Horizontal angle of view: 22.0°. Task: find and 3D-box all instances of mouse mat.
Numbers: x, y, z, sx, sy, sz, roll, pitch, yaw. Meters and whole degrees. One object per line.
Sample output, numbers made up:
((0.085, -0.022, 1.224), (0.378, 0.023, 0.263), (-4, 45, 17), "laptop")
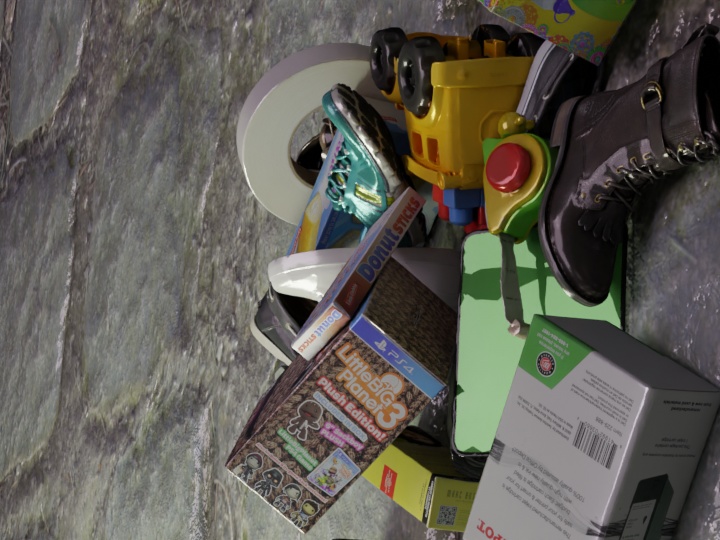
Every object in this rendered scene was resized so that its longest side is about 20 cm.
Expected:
((0.150, 0.056, 1.561), (0.160, 0.008, 0.202), (-5, 74, 32), "mouse mat")

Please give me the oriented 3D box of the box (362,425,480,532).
((0.056, 0.189, 1.733), (0.200, 0.075, 0.050), (28, 107, 63), "box")

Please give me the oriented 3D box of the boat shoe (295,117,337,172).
((-0.010, -0.130, 1.993), (0.200, 0.073, 0.075), (-35, 51, 58), "boat shoe")

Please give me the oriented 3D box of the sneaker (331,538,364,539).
((0.020, 0.304, 1.767), (0.200, 0.073, 0.087), (-5, 78, 65), "sneaker")

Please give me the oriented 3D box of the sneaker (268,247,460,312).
((0.003, 0.040, 1.795), (0.074, 0.199, 0.116), (31, -121, -70), "sneaker")

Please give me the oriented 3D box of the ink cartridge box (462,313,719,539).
((0.176, 0.154, 1.441), (0.146, 0.084, 0.201), (35, 113, 49), "ink cartridge box")

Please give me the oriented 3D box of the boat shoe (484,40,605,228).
((0.162, -0.109, 1.623), (0.057, 0.068, 0.201), (28, 104, 64), "boat shoe")

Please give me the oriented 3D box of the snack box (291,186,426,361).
((0.000, 0.000, 1.678), (0.072, 0.024, 0.200), (-45, 7, 39), "snack box")

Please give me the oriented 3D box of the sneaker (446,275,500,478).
((0.114, 0.080, 1.656), (0.091, 0.075, 0.201), (-131, 59, -72), "sneaker")

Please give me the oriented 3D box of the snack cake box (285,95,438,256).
((0.014, -0.068, 1.869), (0.067, 0.114, 0.201), (-113, 39, -54), "snack cake box")

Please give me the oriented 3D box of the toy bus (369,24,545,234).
((0.093, -0.130, 1.733), (0.200, 0.135, 0.193), (-145, 51, -66), "toy bus")

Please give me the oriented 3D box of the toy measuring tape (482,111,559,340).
((0.144, -0.045, 1.551), (0.074, 0.073, 0.201), (-40, 49, 54), "toy measuring tape")

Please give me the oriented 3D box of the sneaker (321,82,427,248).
((0.002, -0.087, 1.766), (0.078, 0.079, 0.201), (-100, -11, -52), "sneaker")

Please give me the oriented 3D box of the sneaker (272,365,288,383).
((-0.031, 0.107, 1.963), (0.200, 0.074, 0.089), (119, 144, -48), "sneaker")

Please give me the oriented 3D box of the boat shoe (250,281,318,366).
((-0.026, 0.083, 1.863), (0.200, 0.072, 0.068), (39, 119, 22), "boat shoe")

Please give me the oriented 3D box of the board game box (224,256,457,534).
((-0.012, 0.110, 1.677), (0.200, 0.097, 0.160), (-48, 6, 20), "board game box")

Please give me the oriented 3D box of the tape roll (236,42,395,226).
((-0.025, -0.133, 1.877), (0.037, 0.201, 0.204), (-113, 40, -54), "tape roll")

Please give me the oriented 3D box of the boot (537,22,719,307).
((0.223, -0.082, 1.472), (0.174, 0.069, 0.202), (-19, 64, 52), "boot")

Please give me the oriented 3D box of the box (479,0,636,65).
((0.172, -0.315, 1.577), (0.201, 0.121, 0.193), (-60, 30, 15), "box")
